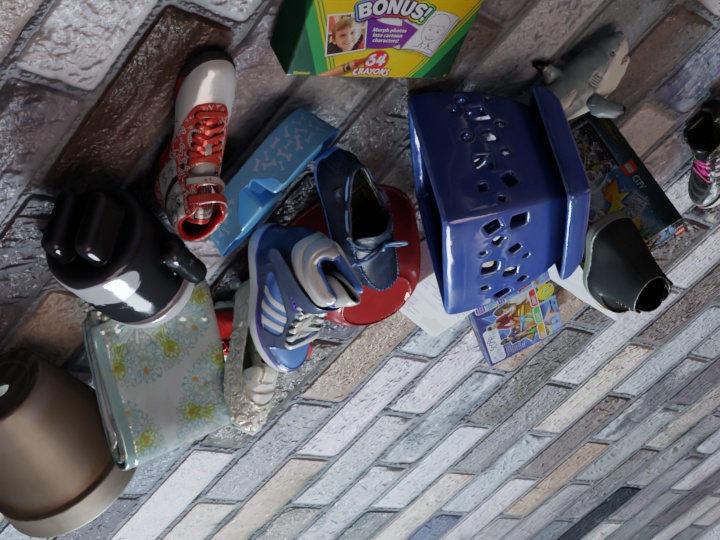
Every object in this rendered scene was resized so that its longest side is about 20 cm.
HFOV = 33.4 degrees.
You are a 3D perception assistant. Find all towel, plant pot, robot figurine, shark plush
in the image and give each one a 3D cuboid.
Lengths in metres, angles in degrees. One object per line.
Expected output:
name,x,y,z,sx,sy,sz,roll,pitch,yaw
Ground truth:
towel,-0.241,0.122,1.458,0.171,0.048,0.201,-20,107,-36
plant pot,-0.396,0.196,1.467,0.200,0.200,0.174,-29,130,2
robot figurine,-0.261,-0.016,1.311,0.125,0.150,0.200,-42,148,0
plant pot,0.163,-0.091,1.409,0.179,0.201,0.200,-11,145,-1
shark plush,0.230,-0.227,1.460,0.199,0.091,0.083,-11,128,12

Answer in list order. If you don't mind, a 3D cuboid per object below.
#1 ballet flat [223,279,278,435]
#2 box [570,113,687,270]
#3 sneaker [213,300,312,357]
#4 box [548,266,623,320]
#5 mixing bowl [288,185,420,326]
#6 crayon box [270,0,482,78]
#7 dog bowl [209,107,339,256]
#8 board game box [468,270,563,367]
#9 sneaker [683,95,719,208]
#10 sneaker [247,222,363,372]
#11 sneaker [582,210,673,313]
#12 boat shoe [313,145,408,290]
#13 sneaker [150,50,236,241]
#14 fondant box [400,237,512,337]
ballet flat,-0.131,0.103,1.499,0.071,0.201,0.072,0,168,0
box,0.302,-0.095,1.526,0.136,0.200,0.038,-32,148,9
sneaker,-0.148,0.091,1.565,0.199,0.085,0.077,-4,139,-31
box,0.324,-0.039,1.662,0.098,0.124,0.200,-48,148,-12
mixing bowl,0.000,0.000,1.528,0.199,0.109,0.200,-18,146,-13
crayon box,0.028,-0.281,1.221,0.199,0.058,0.173,-5,140,-30
dog bowl,-0.106,-0.101,1.335,0.200,0.050,0.111,-47,180,25
board game box,0.233,0.061,1.830,0.135,0.035,0.200,-27,145,-2
sneaker,0.486,-0.168,1.674,0.087,0.074,0.200,-12,138,-22
sneaker,-0.059,0.046,1.400,0.080,0.146,0.201,-25,120,-38
sneaker,0.317,0.024,1.416,0.075,0.106,0.200,-28,148,2
boat shoe,0.001,-0.047,1.379,0.084,0.069,0.200,-45,132,-17
sneaker,-0.161,-0.122,1.255,0.067,0.108,0.202,-2,138,-32
fondant box,0.141,-0.004,1.664,0.200,0.058,0.144,-34,145,11
